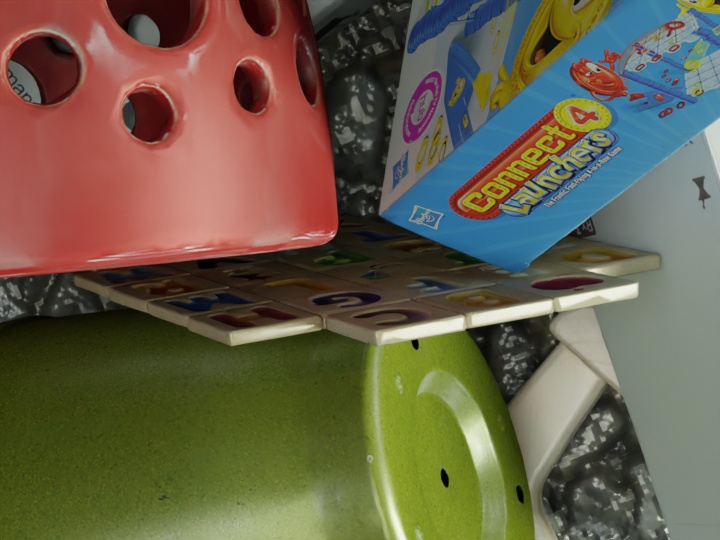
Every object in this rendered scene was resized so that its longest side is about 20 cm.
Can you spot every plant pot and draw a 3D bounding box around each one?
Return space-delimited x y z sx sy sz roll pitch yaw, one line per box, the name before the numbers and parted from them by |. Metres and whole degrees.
plant pot | -0.111 -0.087 0.731 0.199 0.200 0.184 -3 92 12
plant pot | -0.047 0.092 0.813 0.192 0.200 0.201 -17 95 23

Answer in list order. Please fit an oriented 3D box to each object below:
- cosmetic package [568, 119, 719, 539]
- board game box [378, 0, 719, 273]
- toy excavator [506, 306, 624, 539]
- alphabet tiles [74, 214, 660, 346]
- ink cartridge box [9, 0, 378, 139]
cosmetic package | 0.139 0.001 0.802 0.081 0.113 0.201 -18 90 -24
board game box | 0.086 -0.130 0.718 0.056 0.196 0.201 20 58 -20
toy excavator | 0.060 0.134 0.875 0.194 0.100 0.201 -25 85 12
alphabet tiles | 0.000 0.000 0.797 0.166 0.200 0.006 -9 102 -28
ink cartridge box | -0.081 -0.127 0.862 0.200 0.083 0.147 -38 90 13
